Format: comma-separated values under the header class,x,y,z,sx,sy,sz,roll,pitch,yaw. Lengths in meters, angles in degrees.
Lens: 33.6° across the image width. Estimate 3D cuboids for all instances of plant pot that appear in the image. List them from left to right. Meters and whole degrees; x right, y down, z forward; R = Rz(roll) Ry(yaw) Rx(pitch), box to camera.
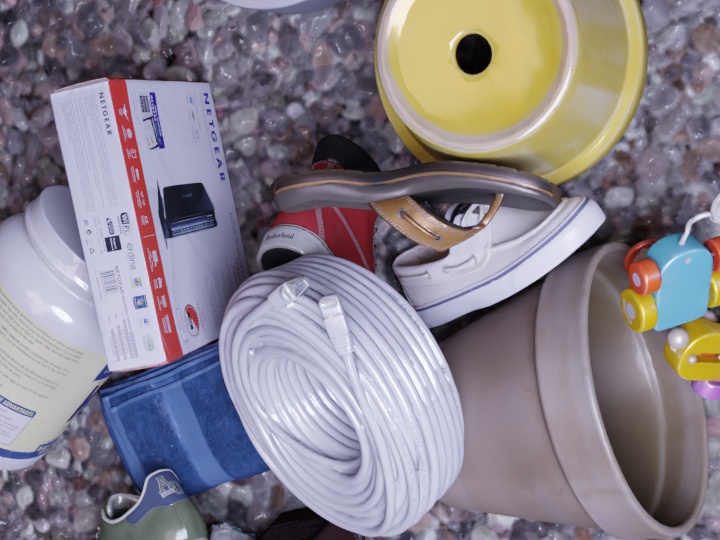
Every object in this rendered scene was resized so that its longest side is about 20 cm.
class,x,y,z,sx,sy,sz,roll,pitch,yaw
plant pot,0.093,-0.148,0.818,0.198,0.189,0.203,2,99,16
plant pot,0.131,0.100,0.856,0.172,0.199,0.202,-18,92,34

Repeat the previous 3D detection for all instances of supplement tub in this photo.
class,x,y,z,sx,sy,sz,roll,pitch,yaw
supplement tub,-0.264,0.046,0.970,0.145,0.145,0.200,44,106,6

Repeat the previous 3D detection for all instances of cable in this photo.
class,x,y,z,sx,sy,sz,roll,pitch,yaw
cable,-0.017,0.086,0.821,0.199,0.069,0.201,-11,110,54

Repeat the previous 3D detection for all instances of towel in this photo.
class,x,y,z,sx,sy,sz,roll,pitch,yaw
towel,-0.120,0.120,0.971,0.198,0.048,0.113,-22,92,28

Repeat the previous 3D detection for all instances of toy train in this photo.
class,x,y,z,sx,sy,sz,roll,pitch,yaw
toy train,0.256,0.005,0.818,0.150,0.199,0.056,-47,39,12

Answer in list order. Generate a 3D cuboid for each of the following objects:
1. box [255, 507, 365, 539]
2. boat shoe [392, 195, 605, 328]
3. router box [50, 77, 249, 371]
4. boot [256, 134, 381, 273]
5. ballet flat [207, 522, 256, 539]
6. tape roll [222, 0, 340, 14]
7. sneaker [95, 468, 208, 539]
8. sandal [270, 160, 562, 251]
class,x,y,z,sx,sy,sz,roll,pitch,yaw
box,-0.048,0.256,0.907,0.074,0.200,0.101,-16,94,15
boat shoe,0.089,-0.020,0.858,0.070,0.071,0.200,52,146,-6
router box,-0.150,-0.042,0.907,0.048,0.179,0.203,-10,95,17
boot,0.000,0.000,0.928,0.072,0.145,0.201,0,135,27
ballet flat,-0.114,0.313,1.007,0.071,0.072,0.203,12,101,14
tape roll,-0.063,-0.300,0.906,0.198,0.066,0.203,2,99,16
sneaker,-0.188,0.230,0.997,0.200,0.067,0.091,-40,70,44
sandal,0.035,-0.040,0.794,0.197,0.082,0.055,0,85,12
